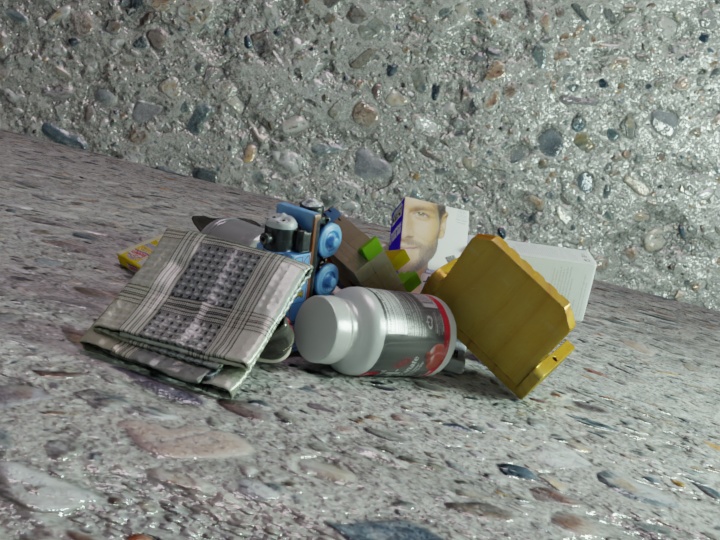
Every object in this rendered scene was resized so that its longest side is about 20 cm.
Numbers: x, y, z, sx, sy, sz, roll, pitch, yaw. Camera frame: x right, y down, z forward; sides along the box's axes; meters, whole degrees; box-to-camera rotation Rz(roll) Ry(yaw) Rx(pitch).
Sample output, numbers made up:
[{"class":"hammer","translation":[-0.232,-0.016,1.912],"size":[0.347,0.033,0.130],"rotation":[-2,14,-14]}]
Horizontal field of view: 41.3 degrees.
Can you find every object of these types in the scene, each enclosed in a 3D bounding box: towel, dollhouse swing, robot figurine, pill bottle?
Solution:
[{"class":"towel","translation":[-0.177,0.036,1.044],"size":[0.192,0.035,0.200],"rotation":[16,49,16]},{"class":"dollhouse swing","translation":[0.214,0.036,1.295],"size":[0.200,0.176,0.182],"rotation":[45,35,14]},{"class":"robot figurine","translation":[-0.189,-0.020,1.538],"size":[0.200,0.113,0.170],"rotation":[20,44,40]},{"class":"pill bottle","translation":[0.018,0.078,1.211],"size":[0.200,0.111,0.111],"rotation":[7,10,-42]}]

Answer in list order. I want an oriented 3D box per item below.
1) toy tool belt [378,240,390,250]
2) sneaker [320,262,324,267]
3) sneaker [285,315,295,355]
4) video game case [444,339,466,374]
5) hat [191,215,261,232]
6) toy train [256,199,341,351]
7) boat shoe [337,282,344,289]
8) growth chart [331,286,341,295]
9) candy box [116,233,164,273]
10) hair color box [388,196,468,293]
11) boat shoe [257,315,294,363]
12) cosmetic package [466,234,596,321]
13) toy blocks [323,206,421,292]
[{"class":"toy tool belt","translation":[0.078,0.035,1.534],"size":[0.200,0.125,0.123],"rotation":[7,39,-39]},{"class":"sneaker","translation":[-0.101,0.004,1.631],"size":[0.078,0.085,0.200],"rotation":[14,8,-2]},{"class":"sneaker","translation":[-0.174,0.051,1.169],"size":[0.200,0.078,0.082],"rotation":[24,18,33]},{"class":"video game case","translation":[0.070,0.104,1.448],"size":[0.182,0.023,0.200],"rotation":[15,9,5]},{"class":"hat","translation":[-0.216,-0.033,1.723],"size":[0.200,0.081,0.201],"rotation":[15,16,-4]},{"class":"toy train","translation":[-0.088,0.010,1.222],"size":[0.087,0.200,0.114],"rotation":[19,20,35]},{"class":"boat shoe","translation":[-0.029,0.032,1.611],"size":[0.069,0.084,0.200],"rotation":[16,28,2]},{"class":"growth chart","translation":[-0.048,0.030,1.387],"size":[0.200,0.018,0.145],"rotation":[37,8,4]},{"class":"candy box","translation":[-0.293,-0.014,1.482],"size":[0.102,0.026,0.200],"rotation":[-27,29,-26]},{"class":"hair color box","translation":[0.099,-0.003,1.449],"size":[0.109,0.200,0.065],"rotation":[12,-27,-13]},{"class":"boat shoe","translation":[-0.173,0.059,1.074],"size":[0.200,0.067,0.057],"rotation":[7,-36,1]},{"class":"cosmetic package","translation":[0.255,0.011,1.490],"size":[0.200,0.102,0.074],"rotation":[9,20,-3]},{"class":"toy blocks","translation":[0.000,0.000,1.323],"size":[0.137,0.100,0.200],"rotation":[41,-13,43]}]
